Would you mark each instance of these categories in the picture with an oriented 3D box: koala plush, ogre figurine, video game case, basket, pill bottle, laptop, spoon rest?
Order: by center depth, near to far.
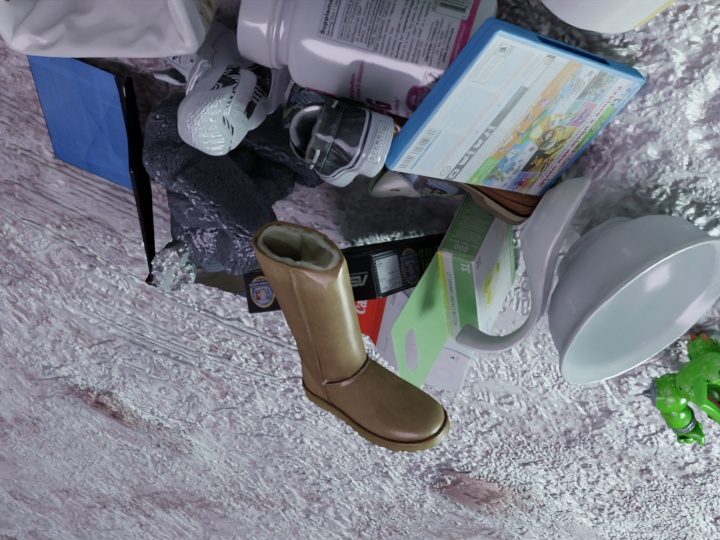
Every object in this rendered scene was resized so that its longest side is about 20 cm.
[{"bbox_3d":[0.128,-0.125,0.806,0.198,0.018,0.143,4,136,-43],"label":"video game case"},{"bbox_3d":[0.006,-0.197,0.824,0.198,0.114,0.114,17,145,7],"label":"pill bottle"},{"bbox_3d":[-0.219,-0.271,0.834,0.198,0.124,0.136,4,141,21],"label":"basket"},{"bbox_3d":[0.164,0.000,0.928,0.060,0.099,0.201,34,117,8],"label":"spoon rest"},{"bbox_3d":[-0.148,-0.072,1.035,0.183,0.178,0.201,33,145,4],"label":"koala plush"},{"bbox_3d":[0.398,0.127,1.065,0.119,0.099,0.199,27,158,-29],"label":"ogre figurine"},{"bbox_3d":[-0.291,-0.116,1.068,0.114,0.202,0.188,-6,145,-8],"label":"laptop"}]

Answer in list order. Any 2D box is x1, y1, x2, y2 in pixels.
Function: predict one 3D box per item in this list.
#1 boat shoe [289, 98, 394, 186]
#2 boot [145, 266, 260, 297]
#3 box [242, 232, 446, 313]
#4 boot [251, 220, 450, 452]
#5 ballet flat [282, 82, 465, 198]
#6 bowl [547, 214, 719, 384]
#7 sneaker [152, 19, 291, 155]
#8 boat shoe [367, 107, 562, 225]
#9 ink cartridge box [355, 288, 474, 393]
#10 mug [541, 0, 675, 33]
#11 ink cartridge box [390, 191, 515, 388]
[{"bbox_3d":[-0.024,-0.117,0.831,0.070,0.073,0.200,22,178,-12],"label":"boat shoe"},{"bbox_3d":[-0.179,0.008,1.223,0.199,0.075,0.097,-17,127,39],"label":"boot"},{"bbox_3d":[0.000,0.000,1.031,0.159,0.199,0.045,-8,94,32],"label":"box"},{"bbox_3d":[-0.009,0.064,0.893,0.174,0.066,0.201,16,139,29],"label":"boot"},{"bbox_3d":[0.010,-0.112,0.967,0.199,0.075,0.074,33,144,-7],"label":"ballet flat"},{"bbox_3d":[0.255,0.013,0.958,0.199,0.091,0.202,-22,146,-16],"label":"bowl"},{"bbox_3d":[-0.142,-0.170,0.879,0.114,0.200,0.076,25,119,6],"label":"sneaker"},{"bbox_3d":[0.100,-0.118,0.926,0.198,0.073,0.068,24,142,-22],"label":"boat shoe"},{"bbox_3d":[0.046,0.066,1.208,0.197,0.058,0.163,14,145,3],"label":"ink cartridge box"},{"bbox_3d":[0.199,-0.230,0.663,0.185,0.150,0.153,33,152,-5],"label":"mug"},{"bbox_3d":[0.099,0.030,0.998,0.047,0.201,0.146,15,145,22],"label":"ink cartridge box"}]
